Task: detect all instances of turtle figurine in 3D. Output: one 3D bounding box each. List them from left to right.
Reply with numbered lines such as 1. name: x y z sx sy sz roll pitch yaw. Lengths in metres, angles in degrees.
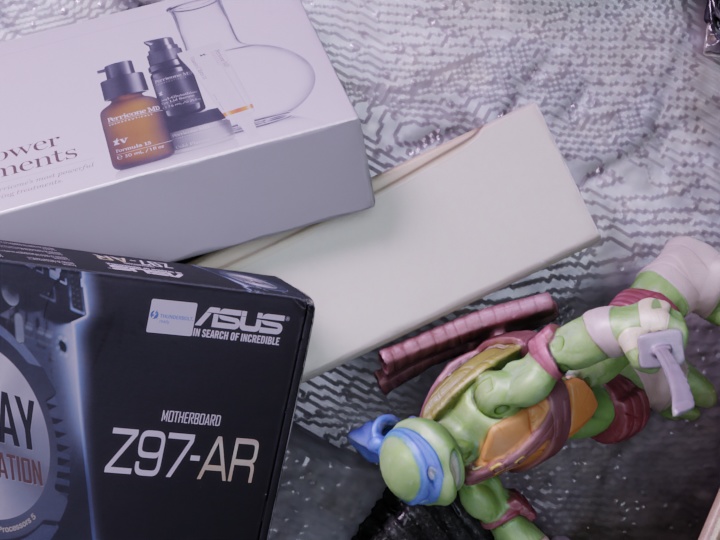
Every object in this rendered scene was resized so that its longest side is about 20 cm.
1. turtle figurine: 0.116 0.076 0.776 0.194 0.200 0.144 -30 112 -41

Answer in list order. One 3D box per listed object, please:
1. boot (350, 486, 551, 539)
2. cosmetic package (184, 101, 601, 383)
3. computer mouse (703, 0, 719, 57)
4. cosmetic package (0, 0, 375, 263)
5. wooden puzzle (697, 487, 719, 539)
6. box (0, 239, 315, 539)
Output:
1. boot: 0.040 0.207 0.829 0.158 0.079 0.211 30 74 -10
2. cosmetic package: 0.000 0.000 0.825 0.200 0.104 0.073 -26 90 -7
3. computer mouse: 0.119 -0.190 0.874 0.200 0.053 0.139 12 88 -16
4. cosmetic package: -0.109 -0.060 0.795 0.200 0.151 0.052 -16 125 -6
5. wooden puzzle: 0.185 0.100 0.800 0.037 0.185 0.200 17 84 19
6. box: -0.129 0.071 0.707 0.200 0.044 0.160 9 99 -27
